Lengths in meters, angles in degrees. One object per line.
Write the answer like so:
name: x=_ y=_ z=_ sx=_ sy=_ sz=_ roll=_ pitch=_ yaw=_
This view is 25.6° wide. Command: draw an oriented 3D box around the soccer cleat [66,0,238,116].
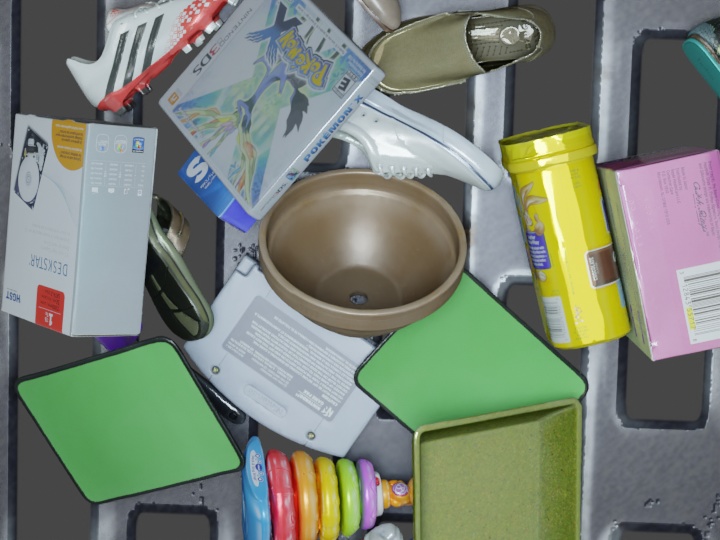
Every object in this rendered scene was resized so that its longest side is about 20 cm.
soccer cleat: x=-0.202 y=-0.240 z=1.558 sx=0.200 sy=0.069 sz=0.085 roll=-42 pitch=97 yaw=10

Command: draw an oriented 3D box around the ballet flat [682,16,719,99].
ballet flat: x=0.394 y=-0.162 z=1.545 sx=0.074 sy=0.074 sz=0.200 roll=-31 pitch=97 yaw=5

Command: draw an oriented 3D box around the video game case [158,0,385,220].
video game case: x=-0.090 y=-0.173 z=1.515 sx=0.182 sy=0.022 sz=0.200 roll=-48 pitch=51 yaw=9

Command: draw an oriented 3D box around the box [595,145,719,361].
box: x=0.290 y=-0.022 z=1.493 sx=0.097 sy=0.200 sz=0.176 roll=-12 pitch=94 yaw=2

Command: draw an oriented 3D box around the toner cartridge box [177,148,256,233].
toner cartridge box: x=-0.087 y=-0.143 z=1.547 sx=0.200 sy=0.095 sz=0.043 roll=-52 pitch=137 yaw=6

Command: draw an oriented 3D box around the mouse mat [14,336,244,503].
mouse mat: x=-0.226 y=0.150 z=1.543 sx=0.200 sy=0.008 sz=0.161 roll=-17 pitch=114 yaw=26

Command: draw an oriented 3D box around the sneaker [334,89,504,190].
sneaker: x=0.043 y=-0.119 z=1.556 sx=0.200 sy=0.073 sz=0.071 roll=28 pitch=85 yaw=11

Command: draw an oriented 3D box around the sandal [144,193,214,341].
sandal: x=-0.196 y=-0.025 z=1.583 sx=0.057 sy=0.080 sz=0.201 roll=-26 pitch=87 yaw=-36

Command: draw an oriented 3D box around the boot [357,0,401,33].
boot: x=0.028 y=-0.351 z=1.527 sx=0.146 sy=0.070 sz=0.200 roll=-35 pitch=84 yaw=17

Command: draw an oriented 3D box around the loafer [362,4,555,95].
loafer: x=0.093 y=-0.221 z=1.547 sx=0.200 sy=0.067 sz=0.076 roll=-16 pitch=95 yaw=4

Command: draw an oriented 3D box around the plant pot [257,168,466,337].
plant pot: x=0.000 y=0.000 z=1.538 sx=0.201 sy=0.201 sz=0.093 roll=6 pitch=134 yaw=2

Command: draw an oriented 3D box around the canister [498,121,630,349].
canister: x=0.197 y=-0.035 z=1.523 sx=0.086 sy=0.149 sz=0.200 roll=-13 pitch=97 yaw=3

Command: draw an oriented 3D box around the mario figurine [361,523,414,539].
mario figurine: x=0.003 y=0.325 z=1.547 sx=0.200 sy=0.106 sz=0.124 roll=-11 pitch=69 yaw=-31

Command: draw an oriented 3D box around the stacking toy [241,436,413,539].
stacking toy: x=-0.017 y=0.226 z=1.573 sx=0.200 sy=0.116 sz=0.110 roll=-3 pitch=130 yaw=-7

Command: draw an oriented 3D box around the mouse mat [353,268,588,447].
mouse mat: x=0.113 y=0.112 z=1.590 sx=0.200 sy=0.008 sz=0.161 roll=42 pitch=94 yaw=-15

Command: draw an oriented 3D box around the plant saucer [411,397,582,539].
plant saucer: x=0.125 y=0.230 z=1.562 sx=0.199 sy=0.048 sz=0.200 roll=-7 pitch=102 yaw=-31

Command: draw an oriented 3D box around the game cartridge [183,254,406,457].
game cartridge: x=-0.071 y=0.093 z=1.601 sx=0.200 sy=0.042 sz=0.133 roll=35 pitch=100 yaw=-2

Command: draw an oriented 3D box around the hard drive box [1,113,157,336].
hard drive box: x=-0.273 y=-0.046 z=1.531 sx=0.077 sy=0.156 sz=0.200 roll=0 pitch=97 yaw=-38

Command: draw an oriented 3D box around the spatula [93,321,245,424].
spatula: x=-0.197 y=0.093 z=1.610 sx=0.200 sy=0.021 sz=0.057 roll=36 pitch=118 yaw=-5
